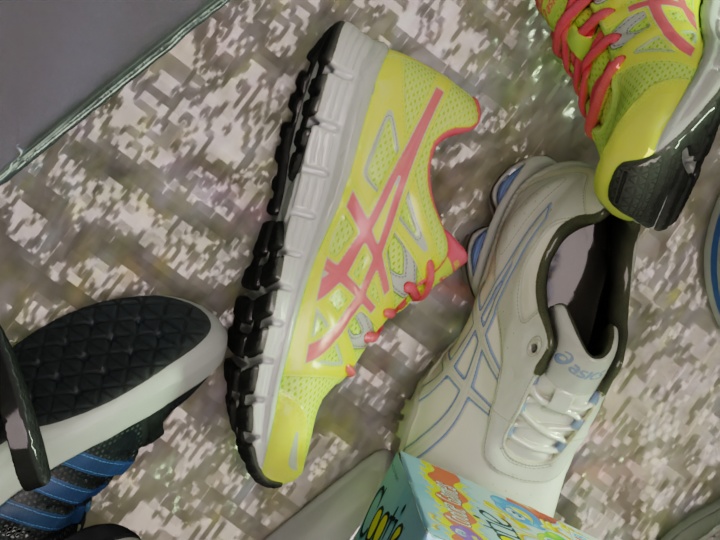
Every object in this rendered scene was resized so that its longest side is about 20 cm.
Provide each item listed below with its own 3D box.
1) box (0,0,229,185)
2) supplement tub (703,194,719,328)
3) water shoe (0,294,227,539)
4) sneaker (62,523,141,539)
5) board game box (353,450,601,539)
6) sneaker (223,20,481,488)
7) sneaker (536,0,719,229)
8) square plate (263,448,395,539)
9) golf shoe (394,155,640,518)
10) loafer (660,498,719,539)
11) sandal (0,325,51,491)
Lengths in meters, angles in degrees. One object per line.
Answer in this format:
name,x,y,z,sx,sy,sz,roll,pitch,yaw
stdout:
box,-0.114,-0.140,1.170,0.198,0.200,0.123,-40,100,-6
supplement tub,0.232,0.001,1.244,0.131,0.200,0.133,-1,94,-10
water shoe,-0.140,0.085,1.258,0.200,0.071,0.079,-33,133,-14
sneaker,-0.130,0.203,1.243,0.083,0.072,0.201,34,100,23
board game box,0.022,0.196,1.220,0.103,0.105,0.201,24,101,-11
sneaker,0.000,0.000,1.264,0.090,0.078,0.201,16,90,-13
sneaker,0.112,-0.091,1.236,0.090,0.200,0.078,20,127,0
square plate,-0.007,0.216,1.302,0.198,0.028,0.200,-37,99,-7
golf shoe,0.071,0.050,1.264,0.078,0.097,0.201,12,90,-19
loafer,0.193,0.122,1.297,0.200,0.070,0.070,-32,90,8
sandal,-0.178,0.012,1.204,0.045,0.075,0.200,-25,65,-11
